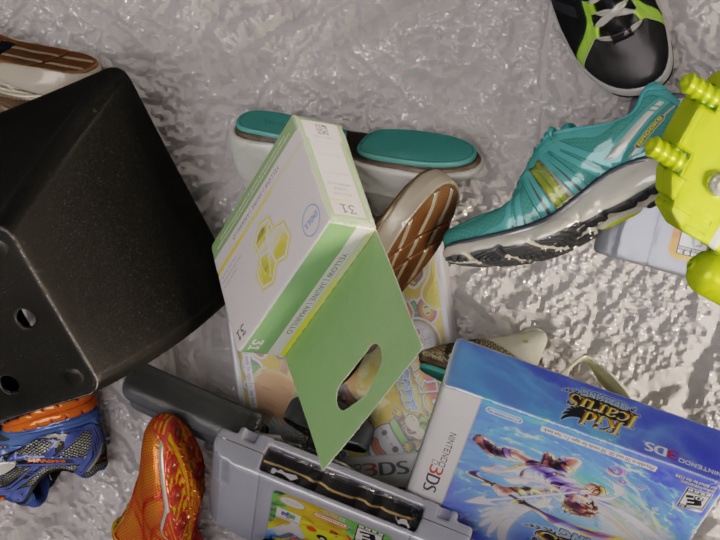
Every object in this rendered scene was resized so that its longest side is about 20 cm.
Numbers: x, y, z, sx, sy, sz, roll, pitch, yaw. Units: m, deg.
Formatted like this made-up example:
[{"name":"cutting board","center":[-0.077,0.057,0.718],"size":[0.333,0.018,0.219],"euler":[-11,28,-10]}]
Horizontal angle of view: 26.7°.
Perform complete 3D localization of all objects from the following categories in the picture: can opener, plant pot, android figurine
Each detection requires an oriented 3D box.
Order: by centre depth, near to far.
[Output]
[{"name":"android figurine","center":[0.277,-0.058,0.994],"size":[0.199,0.041,0.183],"euler":[29,98,-17]},{"name":"plant pot","center":[-0.237,0.002,1.106],"size":[0.198,0.178,0.201],"euler":[-17,113,23]},{"name":"can opener","center":[-0.086,0.115,1.170],"size":[0.198,0.053,0.067],"euler":[18,69,12]}]

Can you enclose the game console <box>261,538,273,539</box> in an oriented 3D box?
[{"name":"game console","center":[-0.007,0.291,1.124],"size":[0.198,0.119,0.174],"euler":[21,122,6]}]

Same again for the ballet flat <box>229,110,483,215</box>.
[{"name":"ballet flat","center":[-0.004,-0.075,1.135],"size":[0.198,0.069,0.070],"euler":[10,101,17]}]

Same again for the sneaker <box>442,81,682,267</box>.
[{"name":"sneaker","center":[0.144,-0.060,1.065],"size":[0.199,0.077,0.080],"euler":[-28,74,17]}]

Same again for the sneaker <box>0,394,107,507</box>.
[{"name":"sneaker","center":[-0.292,0.163,1.240],"size":[0.199,0.075,0.079],"euler":[-24,95,19]}]

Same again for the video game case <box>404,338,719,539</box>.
[{"name":"video game case","center":[0.138,0.146,1.065],"size":[0.198,0.046,0.182],"euler":[19,143,5]}]

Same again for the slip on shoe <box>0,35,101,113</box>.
[{"name":"slip on shoe","center":[-0.297,-0.153,1.192],"size":[0.198,0.076,0.061],"euler":[14,118,10]}]

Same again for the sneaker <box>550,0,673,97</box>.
[{"name":"sneaker","center":[0.152,-0.211,1.051],"size":[0.071,0.083,0.202],"euler":[-26,88,17]}]

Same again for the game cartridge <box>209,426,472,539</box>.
[{"name":"game cartridge","center":[-0.020,0.190,1.143],"size":[0.198,0.134,0.041],"euler":[21,61,6]}]

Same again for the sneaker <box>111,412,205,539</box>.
[{"name":"sneaker","center":[-0.161,0.193,1.177],"size":[0.076,0.073,0.202],"euler":[13,125,12]}]

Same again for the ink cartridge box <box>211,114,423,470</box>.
[{"name":"ink cartridge box","center":[-0.037,0.015,1.057],"size":[0.146,0.048,0.201],"euler":[-53,41,37]}]

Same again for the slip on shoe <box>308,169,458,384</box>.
[{"name":"slip on shoe","center":[0.000,0.000,1.104],"size":[0.061,0.076,0.201],"euler":[45,126,23]}]

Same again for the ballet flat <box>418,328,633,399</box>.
[{"name":"ballet flat","center":[0.141,0.090,1.117],"size":[0.199,0.068,0.076],"euler":[32,80,1]}]

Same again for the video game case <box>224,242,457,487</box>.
[{"name":"video game case","center":[-0.012,0.071,1.173],"size":[0.180,0.023,0.202],"euler":[-6,96,16]}]

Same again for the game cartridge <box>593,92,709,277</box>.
[{"name":"game cartridge","center":[0.275,-0.052,1.069],"size":[0.198,0.042,0.135],"euler":[15,106,13]}]
